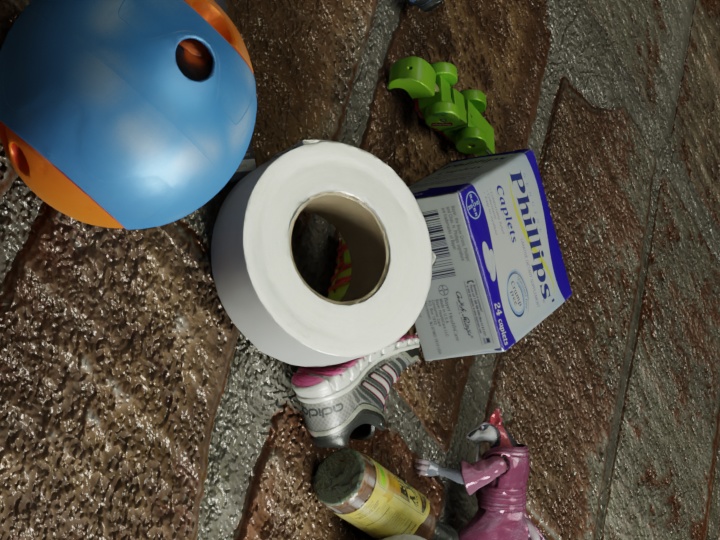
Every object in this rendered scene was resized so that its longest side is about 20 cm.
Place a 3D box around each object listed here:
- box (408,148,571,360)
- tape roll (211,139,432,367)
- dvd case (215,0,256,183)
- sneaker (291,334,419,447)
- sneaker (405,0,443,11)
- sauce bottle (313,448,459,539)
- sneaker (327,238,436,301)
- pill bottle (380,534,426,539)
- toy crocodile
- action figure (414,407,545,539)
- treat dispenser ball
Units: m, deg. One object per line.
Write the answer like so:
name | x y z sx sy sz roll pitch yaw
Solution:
box | 0.132 -0.022 1.735 0.200 0.105 0.185 -33 110 -56
tape roll | -0.035 -0.015 1.439 0.202 0.071 0.204 7 75 -29
dvd case | -0.157 -0.176 1.414 0.148 0.016 0.201 -11 91 -58
sneaker | -0.001 0.117 1.528 0.200 0.073 0.088 -28 114 -59
sneaker | 0.054 -0.330 1.722 0.111 0.077 0.200 56 32 -18
sauce bottle | 0.031 0.239 1.550 0.200 0.064 0.065 40 50 -47
sneaker | 0.000 0.000 1.567 0.091 0.078 0.200 59 33 -11
pill bottle | 0.070 0.357 1.531 0.200 0.112 0.112 55 40 -34
toy crocodile | 0.099 -0.180 1.774 0.200 0.062 0.068 33 49 -55
action figure | 0.150 0.246 1.664 0.134 0.148 0.201 -9 103 -51
treat dispenser ball | -0.179 -0.131 1.197 0.201 0.200 0.202 21 64 -53
